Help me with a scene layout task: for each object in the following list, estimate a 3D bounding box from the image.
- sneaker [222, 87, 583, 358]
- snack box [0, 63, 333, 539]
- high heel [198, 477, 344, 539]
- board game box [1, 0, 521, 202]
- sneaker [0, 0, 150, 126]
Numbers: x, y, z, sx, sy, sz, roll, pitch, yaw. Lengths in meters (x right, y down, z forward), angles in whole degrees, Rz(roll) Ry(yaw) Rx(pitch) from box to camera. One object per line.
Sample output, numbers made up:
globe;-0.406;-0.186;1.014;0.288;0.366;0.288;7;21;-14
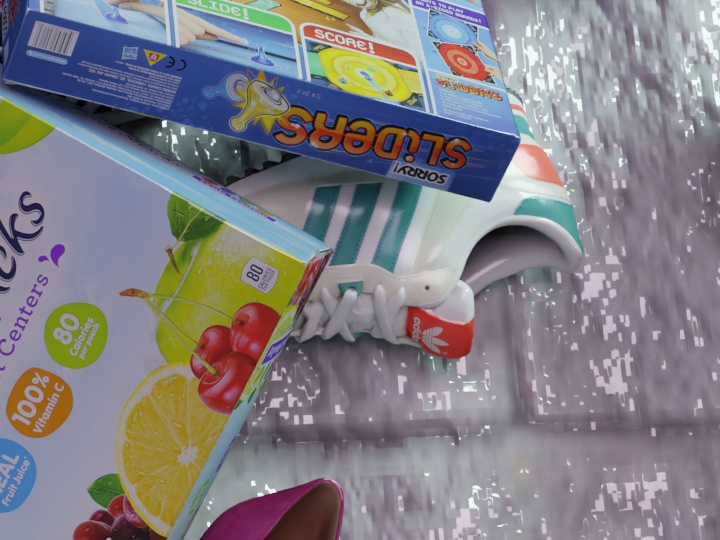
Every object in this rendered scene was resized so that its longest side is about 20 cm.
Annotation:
sneaker;0.000;0.000;1.082;0.199;0.070;0.094;-24;66;-17
snack box;-0.131;0.041;1.006;0.168;0.068;0.201;29;99;5
high heel;-0.050;0.152;0.936;0.067;0.096;0.200;35;27;-20
board game box;-0.042;-0.101;1.043;0.199;0.035;0.136;14;34;-17
sneaker;-0.120;-0.106;1.092;0.199;0.109;0.070;-25;71;-14
